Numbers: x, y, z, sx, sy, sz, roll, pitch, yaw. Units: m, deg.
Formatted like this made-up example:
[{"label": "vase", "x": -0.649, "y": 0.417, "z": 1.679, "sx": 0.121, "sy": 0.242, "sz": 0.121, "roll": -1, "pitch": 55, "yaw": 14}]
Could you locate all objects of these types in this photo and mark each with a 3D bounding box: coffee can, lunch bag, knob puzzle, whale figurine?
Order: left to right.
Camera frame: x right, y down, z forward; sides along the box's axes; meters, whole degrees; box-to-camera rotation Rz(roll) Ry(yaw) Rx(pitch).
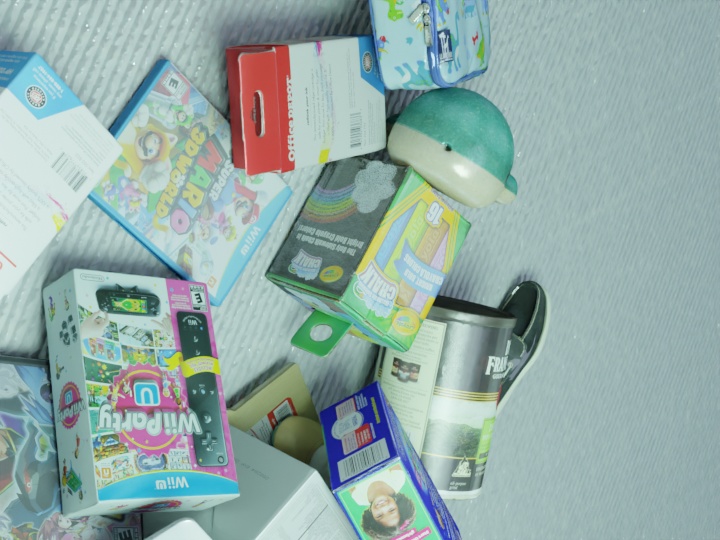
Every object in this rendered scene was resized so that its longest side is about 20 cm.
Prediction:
[{"label": "knob puzzle", "x": -0.116, "y": 0.220, "z": 1.216, "sx": 0.218, "sy": 0.030, "sz": 0.222, "roll": -14, "pitch": 110, "yaw": -41}, {"label": "lunch bag", "x": 0.073, "y": -0.268, "z": 1.190, "sx": 0.200, "sy": 0.082, "sz": 0.163, "roll": -30, "pitch": 115, "yaw": -65}, {"label": "coffee can", "x": 0.083, "y": 0.134, "z": 1.304, "sx": 0.145, "sy": 0.146, "sz": 0.202, "roll": 6, "pitch": 97, "yaw": -44}, {"label": "whale figurine", "x": 0.102, "y": -0.131, "z": 1.229, "sx": 0.104, "sy": 0.158, "sz": 0.200, "roll": -61, "pitch": 173, "yaw": 4}]

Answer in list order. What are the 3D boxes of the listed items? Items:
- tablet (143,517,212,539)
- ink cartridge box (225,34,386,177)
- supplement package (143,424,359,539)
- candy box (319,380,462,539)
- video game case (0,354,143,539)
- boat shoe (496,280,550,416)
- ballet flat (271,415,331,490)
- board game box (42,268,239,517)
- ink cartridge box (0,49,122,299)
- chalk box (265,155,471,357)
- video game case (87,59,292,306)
[{"label": "tablet", "x": -0.146, "y": 0.297, "z": 0.991, "sx": 0.129, "sy": 0.014, "sz": 0.201, "roll": -30, "pitch": 124, "yaw": 4}, {"label": "ink cartridge box", "x": -0.062, "y": -0.162, "z": 1.129, "sx": 0.199, "sy": 0.067, "sz": 0.118, "roll": -18, "pitch": 111, "yaw": -47}, {"label": "supplement package", "x": -0.094, "y": 0.283, "z": 1.126, "sx": 0.151, "sy": 0.151, "sz": 0.201, "roll": -46, "pitch": 128, "yaw": -23}, {"label": "candy box", "x": 0.039, "y": 0.236, "z": 1.145, "sx": 0.076, "sy": 0.169, "sz": 0.201, "roll": -28, "pitch": 109, "yaw": 4}, {"label": "video game case", "x": -0.267, "y": 0.172, "z": 0.987, "sx": 0.179, "sy": 0.025, "sz": 0.202, "roll": 12, "pitch": 61, "yaw": -40}, {"label": "boat shoe", "x": 0.169, "y": 0.096, "z": 1.426, "sx": 0.201, "sy": 0.071, "sz": 0.068, "roll": -59, "pitch": 136, "yaw": -13}, {"label": "ballet flat", "x": -0.021, "y": 0.224, "z": 1.243, "sx": 0.069, "sy": 0.063, "sz": 0.200, "roll": -55, "pitch": 131, "yaw": -23}, {"label": "board game box", "x": -0.193, "y": 0.108, "z": 1.030, "sx": 0.147, "sy": 0.064, "sz": 0.202, "roll": 7, "pitch": 65, "yaw": -43}, {"label": "ink cartridge box", "x": -0.300, "y": -0.064, "z": 0.944, "sx": 0.201, "sy": 0.067, "sz": 0.115, "roll": -55, "pitch": 131, "yaw": -19}, {"label": "chalk box", "x": 0.000, "y": 0.000, "z": 1.207, "sx": 0.124, "sy": 0.124, "sz": 0.201, "roll": 37, "pitch": 77, "yaw": -42}, {"label": "video game case", "x": -0.160, "y": -0.078, "z": 1.108, "sx": 0.200, "sy": 0.018, "sz": 0.144, "roll": 46, "pitch": 68, "yaw": -40}]
